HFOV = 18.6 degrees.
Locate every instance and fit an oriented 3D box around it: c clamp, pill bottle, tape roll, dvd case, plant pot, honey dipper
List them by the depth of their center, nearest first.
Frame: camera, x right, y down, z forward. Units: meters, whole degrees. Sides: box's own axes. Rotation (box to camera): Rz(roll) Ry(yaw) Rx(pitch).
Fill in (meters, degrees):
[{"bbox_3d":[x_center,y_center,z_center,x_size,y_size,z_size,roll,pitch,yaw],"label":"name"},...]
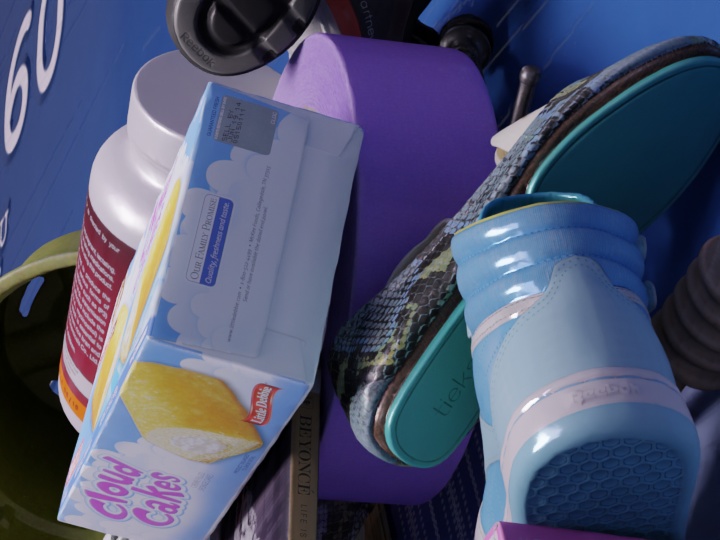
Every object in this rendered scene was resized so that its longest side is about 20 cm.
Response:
[{"bbox_3d":[0.102,0.064,0.832,0.201,0.038,0.038,117,153,-44],"label":"honey dipper"},{"bbox_3d":[-0.042,0.153,0.898,0.149,0.016,0.202,120,155,-56],"label":"dvd case"},{"bbox_3d":[0.000,0.000,0.961,0.200,0.065,0.202,-176,90,-74],"label":"tape roll"},{"bbox_3d":[0.048,-0.050,1.002,0.200,0.027,0.172,-100,23,-62],"label":"c clamp"},{"bbox_3d":[-0.089,-0.006,1.120,0.113,0.112,0.201,-107,24,-49],"label":"pill bottle"},{"bbox_3d":[-0.154,0.059,1.317,0.184,0.199,0.202,-110,34,-72],"label":"plant pot"}]

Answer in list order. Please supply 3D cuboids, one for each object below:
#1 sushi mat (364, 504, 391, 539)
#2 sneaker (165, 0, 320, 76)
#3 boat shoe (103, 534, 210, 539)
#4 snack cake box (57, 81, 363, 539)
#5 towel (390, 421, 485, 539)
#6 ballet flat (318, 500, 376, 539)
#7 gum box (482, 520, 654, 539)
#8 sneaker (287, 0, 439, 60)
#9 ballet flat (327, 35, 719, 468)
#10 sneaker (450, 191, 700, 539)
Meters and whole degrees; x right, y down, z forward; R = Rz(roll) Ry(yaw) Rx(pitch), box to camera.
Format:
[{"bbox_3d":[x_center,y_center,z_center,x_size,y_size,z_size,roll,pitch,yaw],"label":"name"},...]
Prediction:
[{"bbox_3d":[-0.006,0.122,1.099,0.201,0.012,0.096,-103,22,-47],"label":"sushi mat"},{"bbox_3d":[-0.010,-0.172,0.980,0.200,0.076,0.079,-38,17,7],"label":"sneaker"},{"bbox_3d":[-0.099,0.151,1.090,0.200,0.066,0.074,29,-98,-86],"label":"boat shoe"},{"bbox_3d":[-0.064,0.026,0.899,0.200,0.067,0.116,123,160,-59],"label":"snack cake box"},{"bbox_3d":[0.060,0.066,0.964,0.201,0.024,0.146,116,152,-42],"label":"towel"},{"bbox_3d":[-0.041,0.182,1.021,0.072,0.072,0.202,10,78,69],"label":"ballet flat"},{"bbox_3d":[0.062,0.174,0.772,0.200,0.113,0.067,121,150,-44],"label":"gum box"},{"bbox_3d":[0.008,-0.086,1.109,0.200,0.081,0.077,97,148,-65],"label":"sneaker"},{"bbox_3d":[0.058,-0.018,0.834,0.200,0.074,0.074,-47,23,-3],"label":"ballet flat"},{"bbox_3d":[0.072,0.049,0.786,0.201,0.079,0.131,98,165,-58],"label":"sneaker"}]
